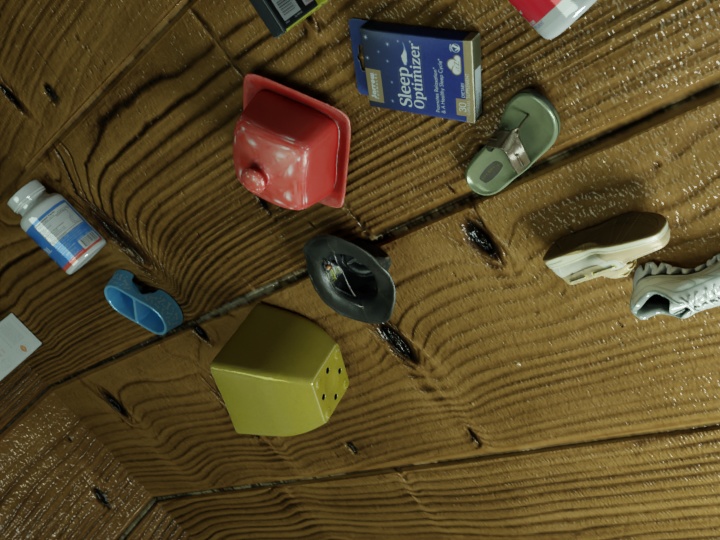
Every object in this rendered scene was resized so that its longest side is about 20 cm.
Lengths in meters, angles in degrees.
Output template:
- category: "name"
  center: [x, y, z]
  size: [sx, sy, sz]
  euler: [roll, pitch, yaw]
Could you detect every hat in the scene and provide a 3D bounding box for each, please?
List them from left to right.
- category: "hat"
  center: [0.000, 0.000, 1.430]
  size: [0.201, 0.081, 0.201]
  euler: [29, 140, 27]

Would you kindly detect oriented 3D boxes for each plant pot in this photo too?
- category: "plant pot"
  center: [-0.140, 0.205, 1.654]
  size: [0.200, 0.194, 0.196]
  euler: [6, 130, 27]

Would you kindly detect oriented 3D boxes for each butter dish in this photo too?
- category: "butter dish"
  center: [-0.130, -0.173, 1.314]
  size: [0.199, 0.148, 0.200]
  euler: [25, 138, 16]

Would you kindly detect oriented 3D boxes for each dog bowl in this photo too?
- category: "dog bowl"
  center: [-0.499, 0.077, 1.918]
  size: [0.200, 0.050, 0.112]
  euler: [28, 139, 16]

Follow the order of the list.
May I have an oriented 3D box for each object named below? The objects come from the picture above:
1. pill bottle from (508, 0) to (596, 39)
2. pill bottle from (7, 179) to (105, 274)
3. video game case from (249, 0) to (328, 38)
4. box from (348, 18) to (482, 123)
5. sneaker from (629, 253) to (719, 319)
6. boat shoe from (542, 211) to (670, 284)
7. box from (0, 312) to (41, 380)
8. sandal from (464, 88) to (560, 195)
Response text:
- category: "pill bottle"
  center: [0.179, -0.361, 0.919]
  size: [0.200, 0.112, 0.112]
  euler: [45, 141, -6]
- category: "pill bottle"
  center: [-0.665, -0.098, 1.836]
  size: [0.200, 0.112, 0.112]
  euler: [47, 140, -8]
- category: "video game case"
  center: [-0.104, -0.413, 1.040]
  size: [0.025, 0.181, 0.200]
  euler: [-14, 117, 47]
- category: "box"
  center: [0.069, -0.274, 1.153]
  size: [0.200, 0.032, 0.121]
  euler: [16, 135, 28]
- category: "sneaker"
  center: [0.447, 0.027, 1.099]
  size: [0.200, 0.081, 0.075]
  euler: [-13, 116, 43]
- category: "boat shoe"
  center: [0.343, -0.024, 1.145]
  size: [0.069, 0.074, 0.200]
  euler: [49, 149, -15]
- category: "box"
  center: [-1.022, 0.237, 2.364]
  size: [0.124, 0.200, 0.097]
  euler: [49, 140, -10]
- category: "sandal"
  center: [0.201, -0.159, 1.135]
  size: [0.080, 0.057, 0.201]
  euler: [37, 141, 4]
